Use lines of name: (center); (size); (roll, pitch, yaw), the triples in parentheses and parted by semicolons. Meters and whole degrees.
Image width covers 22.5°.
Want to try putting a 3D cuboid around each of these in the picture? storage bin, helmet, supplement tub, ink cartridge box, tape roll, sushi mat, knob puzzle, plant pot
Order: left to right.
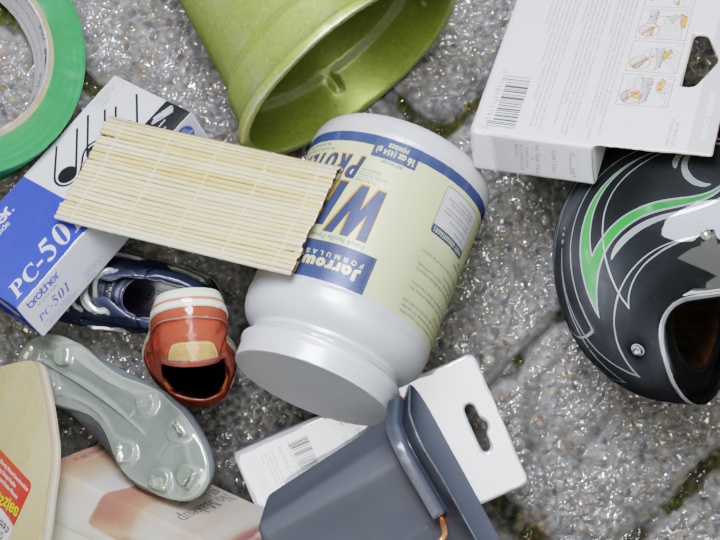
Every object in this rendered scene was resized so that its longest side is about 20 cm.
tape roll: (-0.314, -0.164, 1.393); (0.200, 0.048, 0.201); (5, 78, -22)
knob puzzle: (-0.274, 0.162, 1.368); (0.030, 0.220, 0.220); (18, 87, -41)
ink cartridge box: (-0.214, -0.052, 1.385); (0.094, 0.044, 0.200); (27, 70, 37)
sushi mat: (-0.120, -0.057, 1.322); (0.200, 0.012, 0.096); (13, 66, 21)
plant pot: (-0.061, -0.220, 1.375); (0.200, 0.200, 0.184); (-37, 77, -1)
supplement tub: (0.000, 0.000, 1.353); (0.145, 0.145, 0.200); (22, 70, 1)
ink cartridge box: (0.017, 0.153, 1.408); (0.200, 0.067, 0.116); (-23, 87, 0)
storage bin: (0.025, 0.206, 1.252); (0.134, 0.146, 0.200); (-29, 97, 6)
ink cartridge box: (0.191, -0.148, 1.357); (0.176, 0.045, 0.200); (8, 50, 16)
helmet: (0.237, -0.006, 1.354); (0.191, 0.200, 0.200); (-35, 88, 20)

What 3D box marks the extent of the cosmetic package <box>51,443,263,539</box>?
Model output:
cosmetic package: (-0.138, 0.210, 1.353); (0.200, 0.103, 0.087); (22, 105, 20)

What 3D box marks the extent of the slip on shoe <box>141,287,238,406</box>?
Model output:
slip on shoe: (-0.125, 0.071, 1.347); (0.074, 0.200, 0.061); (-4, 71, -6)

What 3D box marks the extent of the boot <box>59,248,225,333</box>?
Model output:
boot: (-0.205, 0.009, 1.403); (0.200, 0.090, 0.073); (7, 88, 0)

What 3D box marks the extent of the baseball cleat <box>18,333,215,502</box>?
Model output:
baseball cleat: (-0.170, 0.110, 1.381); (0.200, 0.106, 0.070); (37, 93, 27)
